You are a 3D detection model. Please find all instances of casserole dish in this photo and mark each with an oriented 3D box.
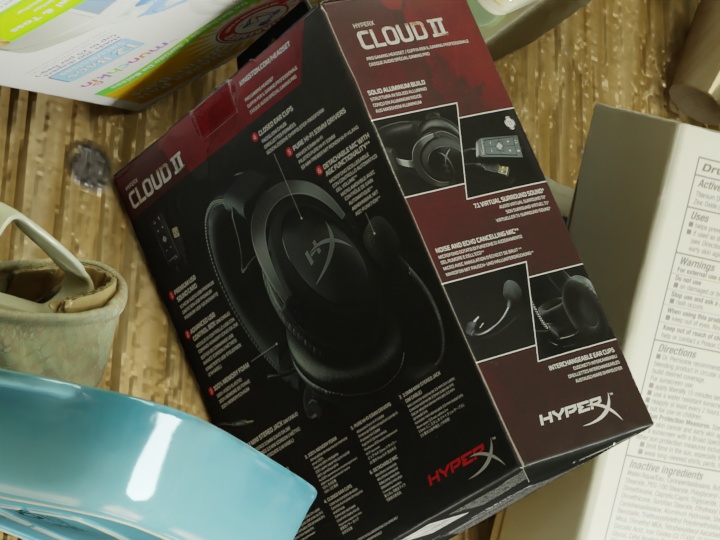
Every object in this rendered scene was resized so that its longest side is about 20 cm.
[{"bbox_3d":[-0.089,0.069,0.926,0.200,0.120,0.039,44,55,-68],"label":"casserole dish"}]

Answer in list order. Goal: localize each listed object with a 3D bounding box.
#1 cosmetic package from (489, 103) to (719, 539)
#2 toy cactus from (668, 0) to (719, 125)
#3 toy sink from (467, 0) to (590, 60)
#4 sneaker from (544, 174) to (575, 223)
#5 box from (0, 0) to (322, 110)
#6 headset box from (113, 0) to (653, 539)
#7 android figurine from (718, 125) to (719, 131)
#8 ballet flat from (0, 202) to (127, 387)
[{"bbox_3d":[0.125,0.045,1.094,0.103,0.073,0.202,12,94,-26],"label":"cosmetic package"},{"bbox_3d":[0.188,-0.144,1.322,0.200,0.102,0.166,43,67,-26],"label":"toy cactus"},{"bbox_3d":[0.031,-0.153,1.157,0.131,0.112,0.200,56,33,1],"label":"toy sink"},{"bbox_3d":[0.073,0.012,1.155,0.199,0.078,0.090,27,63,-17],"label":"sneaker"},{"bbox_3d":[-0.098,-0.133,1.010,0.102,0.112,0.200,67,19,11],"label":"box"},{"bbox_3d":[0.000,0.000,1.041,0.077,0.149,0.201,-12,74,-42],"label":"headset box"},{"bbox_3d":[0.203,0.007,1.229,0.182,0.041,0.201,43,26,-45],"label":"android figurine"},{"bbox_3d":[-0.146,0.000,0.941,0.067,0.063,0.200,32,5,28],"label":"ballet flat"}]
